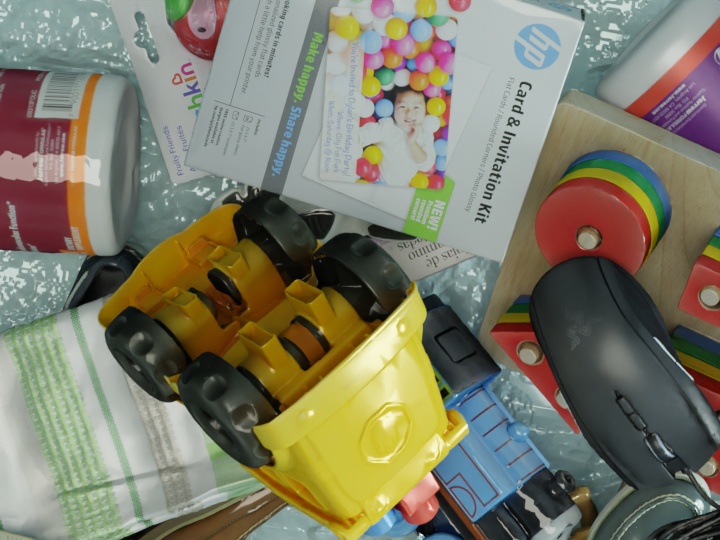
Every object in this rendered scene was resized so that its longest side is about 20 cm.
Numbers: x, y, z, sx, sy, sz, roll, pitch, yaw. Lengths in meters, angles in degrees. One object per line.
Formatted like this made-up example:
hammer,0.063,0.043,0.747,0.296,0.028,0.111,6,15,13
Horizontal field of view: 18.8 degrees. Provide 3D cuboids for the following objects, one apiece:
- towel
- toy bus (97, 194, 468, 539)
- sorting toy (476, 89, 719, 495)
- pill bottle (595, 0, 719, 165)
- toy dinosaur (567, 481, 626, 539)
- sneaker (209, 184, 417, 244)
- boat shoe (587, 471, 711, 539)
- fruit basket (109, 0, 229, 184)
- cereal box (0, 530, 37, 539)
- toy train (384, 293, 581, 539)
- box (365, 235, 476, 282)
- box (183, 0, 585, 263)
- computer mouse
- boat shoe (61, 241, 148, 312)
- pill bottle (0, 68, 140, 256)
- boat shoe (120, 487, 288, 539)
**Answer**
towel,-0.161,0.095,1.357,0.200,0.031,0.150,-20,93,9
toy bus,-0.033,0.073,1.276,0.136,0.200,0.192,-43,129,-17
sorting toy,0.173,0.025,1.303,0.198,0.070,0.200,26,129,13
pill bottle,0.246,-0.077,1.318,0.200,0.112,0.112,43,100,-3
toy dinosaur,0.171,0.160,1.403,0.106,0.060,0.201,2,97,-27
sneaker,0.000,-0.059,1.356,0.200,0.083,0.081,-13,108,8
boat shoe,0.160,0.210,1.329,0.073,0.062,0.200,22,118,-9
fruit basket,-0.058,-0.163,1.340,0.200,0.094,0.186,-15,101,12
cereal box,-0.187,0.239,1.385,0.200,0.040,0.144,18,127,-21
toy train,0.055,0.116,1.356,0.200,0.087,0.114,52,123,11
box,0.000,0.000,1.389,0.200,0.041,0.039,-23,98,7
box,0.013,-0.107,1.275,0.200,0.041,0.156,17,109,-3
computer mouse,0.187,0.073,1.239,0.140,0.046,0.200,-25,95,21
boat shoe,-0.180,0.079,1.406,0.075,0.062,0.200,23,100,1
pill bottle,-0.244,-0.070,1.360,0.199,0.114,0.114,3,100,4
boat shoe,-0.105,0.178,1.418,0.200,0.072,0.068,-30,101,18
